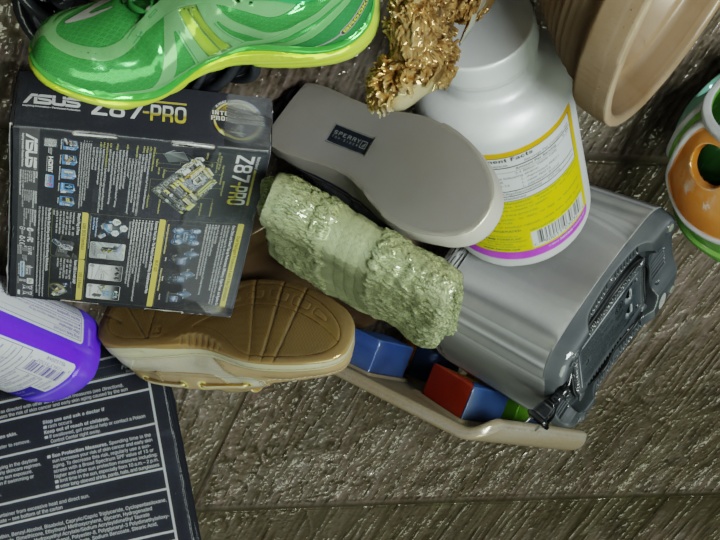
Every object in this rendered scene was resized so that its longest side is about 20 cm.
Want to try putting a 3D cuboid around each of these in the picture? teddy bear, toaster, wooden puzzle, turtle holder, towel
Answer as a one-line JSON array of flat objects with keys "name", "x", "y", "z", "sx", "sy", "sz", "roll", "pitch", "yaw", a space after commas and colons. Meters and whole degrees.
[{"name": "teddy bear", "x": 0.050, "y": -0.178, "z": 0.889, "sx": 0.066, "sy": 0.145, "sz": 0.201, "roll": 29, "pitch": 122, "yaw": 6}, {"name": "toaster", "x": 0.134, "y": 0.020, "z": 1.147, "sx": 0.200, "sy": 0.129, "sz": 0.114, "roll": -51, "pitch": 150, "yaw": -22}, {"name": "wooden puzzle", "x": 0.059, "y": 0.087, "z": 1.219, "sx": 0.185, "sy": 0.199, "sz": 0.047, "roll": 15, "pitch": 94, "yaw": -58}, {"name": "turtle holder", "x": 0.303, "y": -0.089, "z": 1.102, "sx": 0.184, "sy": 0.142, "sz": 0.132, "roll": -21, "pitch": 144, "yaw": 7}, {"name": "towel", "x": 0.000, "y": 0.000, "z": 1.027, "sx": 0.148, "sy": 0.037, "sz": 0.200, "roll": 29, "pitch": 170, "yaw": 5}]

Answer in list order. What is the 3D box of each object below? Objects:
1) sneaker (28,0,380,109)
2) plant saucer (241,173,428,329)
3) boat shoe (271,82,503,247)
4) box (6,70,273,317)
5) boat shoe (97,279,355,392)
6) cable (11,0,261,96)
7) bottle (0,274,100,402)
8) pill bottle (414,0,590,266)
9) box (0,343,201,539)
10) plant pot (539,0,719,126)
[{"name": "sneaker", "x": -0.087, "y": -0.147, "z": 0.863, "sx": 0.198, "sy": 0.074, "sz": 0.084, "roll": -14, "pitch": 143, "yaw": -12}, {"name": "plant saucer", "x": -0.041, "y": 0.001, "z": 1.187, "sx": 0.198, "sy": 0.030, "sz": 0.201, "roll": -11, "pitch": 145, "yaw": -8}, {"name": "boat shoe", "x": 0.029, "y": -0.055, "z": 1.014, "sx": 0.075, "sy": 0.200, "sz": 0.093, "roll": -52, "pitch": 139, "yaw": -5}, {"name": "box", "x": -0.149, "y": -0.044, "z": 1.029, "sx": 0.160, "sy": 0.049, "sz": 0.201, "roll": 6, "pitch": 146, "yaw": -8}, {"name": "boat shoe", "x": -0.090, "y": 0.053, "z": 1.143, "sx": 0.198, "sy": 0.074, "sz": 0.069, "roll": 4, "pitch": 144, "yaw": 23}, {"name": "cable", "x": -0.124, "y": -0.164, "z": 0.915, "sx": 0.162, "sy": 0.051, "sz": 0.201, "roll": -3, "pitch": 143, "yaw": -17}, {"name": "bottle", "x": -0.277, "y": 0.034, "z": 1.105, "sx": 0.083, "sy": 0.066, "sz": 0.199, "roll": -24, "pitch": 145, "yaw": 33}, {"name": "pill bottle", "x": 0.093, "y": -0.097, "z": 1.043, "sx": 0.103, "sy": 0.105, "sz": 0.201, "roll": -18, "pitch": 144, "yaw": 3}, {"name": "box", "x": -0.227, "y": 0.177, "z": 1.204, "sx": 0.198, "sy": 0.200, "sz": 0.124, "roll": -12, "pitch": 147, "yaw": -5}, {"name": "plant pot", "x": 0.163, "y": -0.192, "z": 0.917, "sx": 0.201, "sy": 0.092, "sz": 0.201, "roll": -51, "pitch": 164, "yaw": -21}]
